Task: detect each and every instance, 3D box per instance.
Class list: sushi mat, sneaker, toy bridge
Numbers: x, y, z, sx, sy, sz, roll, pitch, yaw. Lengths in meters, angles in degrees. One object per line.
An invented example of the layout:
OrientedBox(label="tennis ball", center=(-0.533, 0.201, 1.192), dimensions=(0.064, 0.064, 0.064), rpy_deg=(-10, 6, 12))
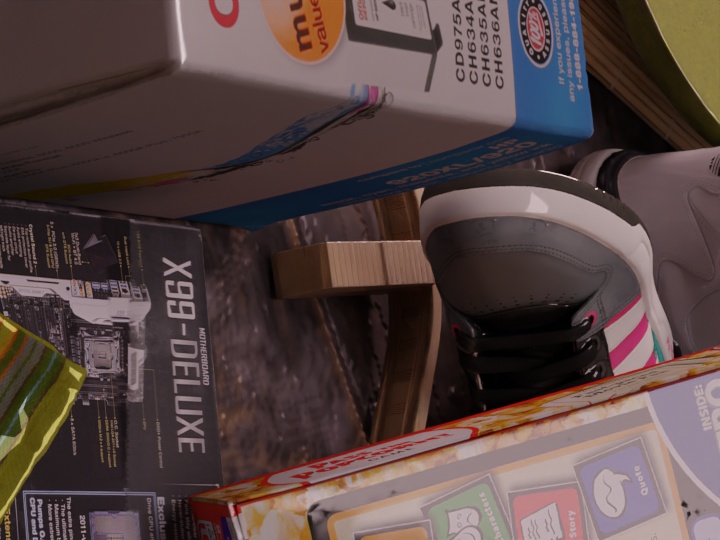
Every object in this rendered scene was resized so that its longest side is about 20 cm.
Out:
OrientedBox(label="sushi mat", center=(0.135, -0.095, 1.213), dimensions=(0.200, 0.012, 0.096), rpy_deg=(36, 52, -41))
OrientedBox(label="sneaker", center=(0.169, 0.027, 1.135), dimensions=(0.200, 0.114, 0.075), rpy_deg=(55, 43, -27))
OrientedBox(label="sneaker", center=(0.063, 0.053, 0.997), dimensions=(0.200, 0.083, 0.122), rpy_deg=(51, 38, -60))
OrientedBox(label="toy bridge", center=(0.000, 0.000, 0.996), dimensions=(0.067, 0.027, 0.201), rpy_deg=(-2, 82, -54))

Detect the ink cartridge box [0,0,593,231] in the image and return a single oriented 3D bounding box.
OrientedBox(label="ink cartridge box", center=(-0.049, -0.103, 0.864), dimensions=(0.199, 0.144, 0.148), rpy_deg=(5, 76, -52))

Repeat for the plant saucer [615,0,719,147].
OrientedBox(label="plant saucer", center=(0.159, -0.120, 1.199), dimensions=(0.199, 0.031, 0.201), rpy_deg=(24, 55, -40))

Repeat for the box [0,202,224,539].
OrientedBox(label="box", center=(-0.103, 0.081, 0.818), dimensions=(0.157, 0.050, 0.201), rpy_deg=(5, 76, -52))

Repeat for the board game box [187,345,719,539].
OrientedBox(label="board game box", center=(0.063, 0.114, 0.865), dimensions=(0.199, 0.046, 0.153), rpy_deg=(-14, 92, -19))

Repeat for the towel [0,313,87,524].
OrientedBox(label="towel", center=(-0.166, 0.004, 0.728), dimensions=(0.200, 0.018, 0.086), rpy_deg=(37, 62, -19))
